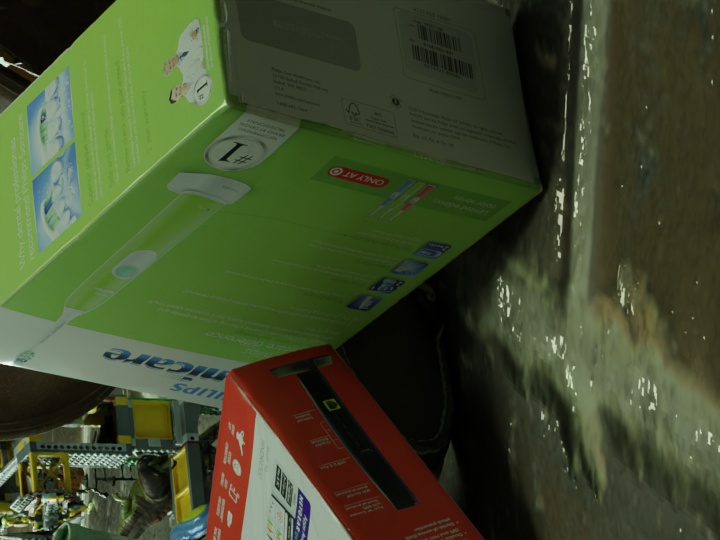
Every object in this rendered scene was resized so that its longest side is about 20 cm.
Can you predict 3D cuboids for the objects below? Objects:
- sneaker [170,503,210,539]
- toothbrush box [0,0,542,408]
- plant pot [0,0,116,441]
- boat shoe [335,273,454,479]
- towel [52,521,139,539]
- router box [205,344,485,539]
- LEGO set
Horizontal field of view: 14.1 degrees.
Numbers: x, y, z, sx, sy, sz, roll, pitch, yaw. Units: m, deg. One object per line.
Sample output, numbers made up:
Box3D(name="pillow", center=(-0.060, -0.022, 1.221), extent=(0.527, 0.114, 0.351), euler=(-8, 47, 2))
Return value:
Box3D(name="sneaker", center=(-0.029, 0.152, 1.300), extent=(0.083, 0.070, 0.200), euler=(62, 176, 33))
Box3D(name="toothbrush box", center=(-0.051, -0.033, 1.114), extent=(0.200, 0.145, 0.087), euler=(-40, 49, 42))
Box3D(name="plant pot", center=(-0.153, -0.061, 1.275), extent=(0.198, 0.199, 0.201), euler=(126, 145, -45))
Box3D(name="boat shoe", center=(-0.003, 0.000, 1.222), extent=(0.060, 0.072, 0.202), euler=(-55, 42, 40))
Box3D(name="towel", center=(-0.100, 0.214, 1.427), extent=(0.023, 0.200, 0.154), euler=(6, 80, 35))
Box3D(name="router box", center=(-0.001, 0.162, 1.145), extent=(0.180, 0.049, 0.201), euler=(50, 143, 40))
Box3D(name="LEGO set", center=(-0.123, 0.139, 1.550), extent=(0.154, 0.199, 0.117), euler=(-35, 55, 50))
